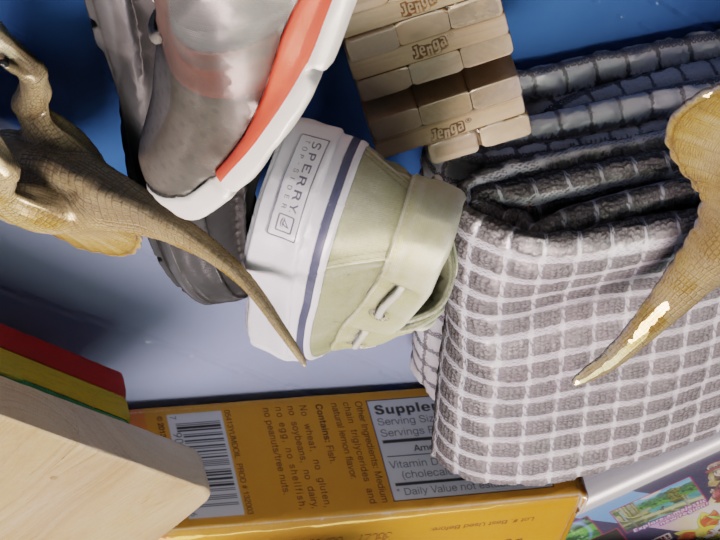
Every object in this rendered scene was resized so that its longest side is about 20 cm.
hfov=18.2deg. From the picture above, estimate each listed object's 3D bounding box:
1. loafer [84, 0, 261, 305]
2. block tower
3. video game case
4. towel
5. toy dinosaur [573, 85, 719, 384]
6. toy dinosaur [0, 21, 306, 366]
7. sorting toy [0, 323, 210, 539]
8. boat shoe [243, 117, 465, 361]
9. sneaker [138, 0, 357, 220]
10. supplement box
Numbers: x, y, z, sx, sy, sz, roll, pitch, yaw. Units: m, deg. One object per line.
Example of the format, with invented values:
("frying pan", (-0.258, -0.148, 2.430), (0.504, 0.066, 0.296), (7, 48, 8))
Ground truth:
("loafer", (-0.044, -0.062, 0.715), (0.070, 0.068, 0.201), (-8, 139, 0))
("block tower", (0.008, -0.115, 0.681), (0.054, 0.058, 0.201), (-18, 141, 1))
("video game case", (0.124, 0.144, 1.067), (0.199, 0.023, 0.182), (-25, 141, 12))
("towel", (0.121, -0.001, 0.837), (0.198, 0.086, 0.166), (-11, 142, -8))
("toy dinosaur", (0.141, -0.027, 0.712), (0.100, 0.059, 0.200), (15, 143, -8))
("toy dinosaur", (-0.098, -0.030, 0.704), (0.199, 0.058, 0.101), (10, 154, 40))
("sorting toy", (-0.195, 0.079, 0.807), (0.200, 0.070, 0.198), (-39, 138, 26))
("boat shoe", (0.000, 0.000, 0.744), (0.062, 0.072, 0.200), (22, 175, 4))
("sneaker", (-0.033, -0.100, 0.603), (0.081, 0.077, 0.200), (25, 132, -6))
("supplement box", (-0.013, 0.094, 0.921), (0.198, 0.069, 0.067), (-1, 141, -16))
